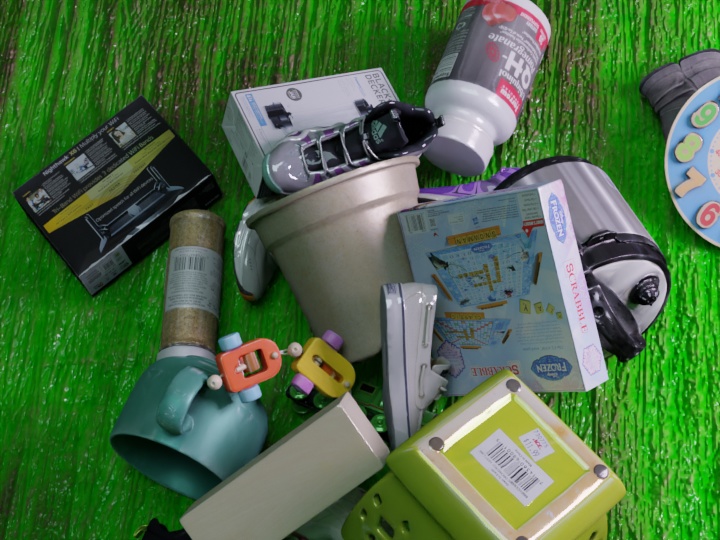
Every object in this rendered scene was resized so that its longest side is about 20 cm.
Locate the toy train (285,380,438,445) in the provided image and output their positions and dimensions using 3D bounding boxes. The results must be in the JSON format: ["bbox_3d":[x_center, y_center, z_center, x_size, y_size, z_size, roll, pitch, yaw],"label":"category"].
[{"bbox_3d":[0.013,0.152,1.712,0.198,0.042,0.057,20,57,19],"label":"toy train"}]

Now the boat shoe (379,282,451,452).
[{"bbox_3d":[0.059,0.107,1.618,0.069,0.203,0.071,-5,16,-6],"label":"boat shoe"}]

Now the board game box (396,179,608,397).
[{"bbox_3d":[0.138,0.022,1.584,0.041,0.202,0.199,-19,9,-41],"label":"board game box"}]

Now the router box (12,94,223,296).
[{"bbox_3d":[-0.288,-0.090,1.888,0.199,0.052,0.157,-38,62,-10],"label":"router box"}]

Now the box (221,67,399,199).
[{"bbox_3d":[-0.046,-0.160,1.829,0.198,0.060,0.117,-11,57,-25],"label":"box"}]

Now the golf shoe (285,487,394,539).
[{"bbox_3d":[-0.004,0.259,1.639,0.198,0.076,0.092,17,63,17],"label":"golf shoe"}]

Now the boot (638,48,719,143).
[{"bbox_3d":[0.424,-0.201,1.803,0.197,0.070,0.133,-13,56,-1],"label":"boot"}]

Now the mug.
[{"bbox_3d":[-0.165,0.157,1.663,0.151,0.184,0.115,36,64,-20],"label":"mug"}]

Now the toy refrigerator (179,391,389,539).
[{"bbox_3d":[-0.073,0.210,1.560,0.199,0.070,0.076,-37,92,10],"label":"toy refrigerator"}]

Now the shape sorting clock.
[{"bbox_3d":[0.429,-0.118,1.724,0.197,0.039,0.203,0,91,9],"label":"shape sorting clock"}]

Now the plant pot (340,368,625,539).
[{"bbox_3d":[0.124,0.229,1.529,0.198,0.182,0.200,-32,66,-32],"label":"plant pot"}]

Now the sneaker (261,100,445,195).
[{"bbox_3d":[-0.001,-0.140,1.708,0.198,0.140,0.079,-19,85,-27],"label":"sneaker"}]

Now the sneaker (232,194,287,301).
[{"bbox_3d":[-0.085,-0.055,1.821,0.091,0.076,0.202,11,66,11],"label":"sneaker"}]

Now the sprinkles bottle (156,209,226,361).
[{"bbox_3d":[-0.189,0.033,1.796,0.067,0.068,0.202,-3,62,9],"label":"sprinkles bottle"}]

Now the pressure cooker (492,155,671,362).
[{"bbox_3d":[0.224,0.002,1.656,0.174,0.180,0.201,-5,45,-28],"label":"pressure cooker"}]

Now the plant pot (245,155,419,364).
[{"bbox_3d":[0.000,0.000,1.706,0.198,0.200,0.186,-20,87,0],"label":"plant pot"}]

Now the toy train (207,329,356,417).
[{"bbox_3d":[-0.070,0.143,1.632,0.149,0.056,0.202,-27,97,-20],"label":"toy train"}]

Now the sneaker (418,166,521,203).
[{"bbox_3d":[0.146,-0.075,1.797,0.197,0.081,0.084,-1,45,2],"label":"sneaker"}]

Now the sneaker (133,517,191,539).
[{"bbox_3d":[-0.144,0.287,1.647,0.197,0.072,0.084,0,69,11],"label":"sneaker"}]

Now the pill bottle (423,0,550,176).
[{"bbox_3d":[0.139,-0.214,1.837,0.109,0.111,0.202,15,66,18],"label":"pill bottle"}]
